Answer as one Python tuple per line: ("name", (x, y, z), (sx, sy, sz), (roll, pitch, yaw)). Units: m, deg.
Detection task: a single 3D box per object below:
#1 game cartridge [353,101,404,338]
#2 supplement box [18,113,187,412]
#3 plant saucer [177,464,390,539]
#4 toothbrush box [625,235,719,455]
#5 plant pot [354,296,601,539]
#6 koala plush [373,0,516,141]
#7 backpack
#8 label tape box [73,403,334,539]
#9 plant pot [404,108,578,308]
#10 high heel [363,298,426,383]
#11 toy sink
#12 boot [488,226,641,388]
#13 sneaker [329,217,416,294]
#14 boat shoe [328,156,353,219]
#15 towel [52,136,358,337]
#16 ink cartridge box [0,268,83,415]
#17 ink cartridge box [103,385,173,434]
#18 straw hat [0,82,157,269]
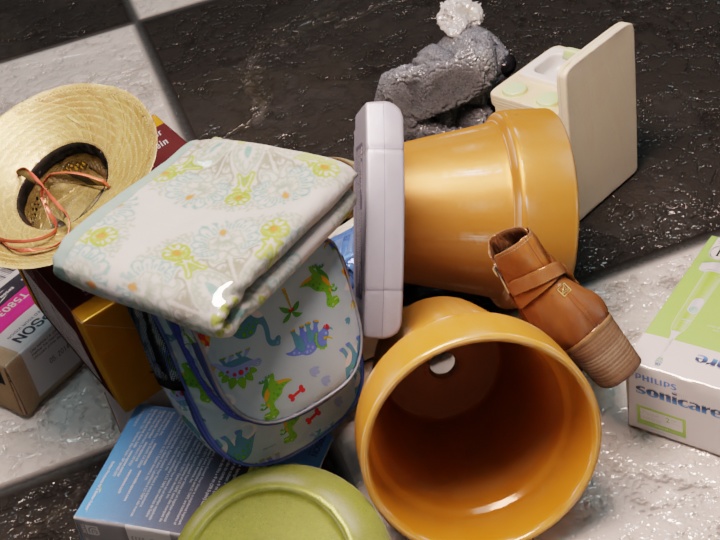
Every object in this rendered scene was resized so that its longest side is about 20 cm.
("game cartridge", (0.015, -0.043, 1.039), (0.041, 0.201, 0.133), (0, 2, -1))
("supplement box", (-0.213, -0.013, 1.149), (0.197, 0.133, 0.200), (-35, 50, -20))
("plant saucer", (-0.071, 0.249, 0.942), (0.199, 0.031, 0.201), (-7, 65, 14))
("toothbrush box", (0.352, 0.070, 1.085), (0.145, 0.086, 0.200), (16, 44, 33))
("plant pot", (0.086, 0.112, 1.034), (0.199, 0.201, 0.183), (-14, 22, -3))
("koala plush", (0.123, -0.244, 1.493), (0.183, 0.178, 0.200), (-3, 40, 28))
("backpack", (-0.087, 0.060, 1.008), (0.183, 0.201, 0.147), (-26, 20, -21))
("label tape box", (-0.135, 0.201, 1.068), (0.199, 0.066, 0.144), (7, 41, 15))
("plant pot", (0.100, -0.059, 1.187), (0.182, 0.201, 0.200), (-2, 36, -8))
("high heel", (0.029, 0.088, 1.158), (0.142, 0.072, 0.200), (-4, 28, 21))
("toy sink", (0.231, -0.179, 1.348), (0.112, 0.201, 0.130), (24, 51, 38))
("boot", (0.164, 0.031, 1.079), (0.074, 0.155, 0.200), (-42, 6, -16))
("sneaker", (0.000, -0.001, 1.281), (0.111, 0.077, 0.200), (13, 36, 43))
("boat shoe", (0.013, -0.095, 1.419), (0.199, 0.072, 0.065), (8, 5, 31))
("towel", (-0.119, -0.036, 0.937), (0.171, 0.048, 0.200), (14, 44, 31))
("ink cartridge box", (-0.367, 0.052, 1.317), (0.164, 0.075, 0.200), (14, 43, 31))
("ink cartridge box", (-0.178, 0.074, 1.226), (0.145, 0.084, 0.200), (-11, 38, 2))
("straw hat", (-0.258, -0.063, 1.055), (0.200, 0.085, 0.202), (-7, 55, 11))
